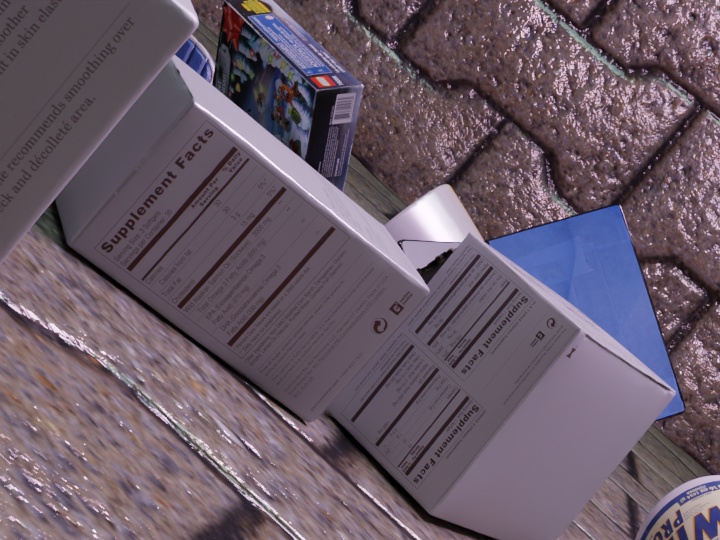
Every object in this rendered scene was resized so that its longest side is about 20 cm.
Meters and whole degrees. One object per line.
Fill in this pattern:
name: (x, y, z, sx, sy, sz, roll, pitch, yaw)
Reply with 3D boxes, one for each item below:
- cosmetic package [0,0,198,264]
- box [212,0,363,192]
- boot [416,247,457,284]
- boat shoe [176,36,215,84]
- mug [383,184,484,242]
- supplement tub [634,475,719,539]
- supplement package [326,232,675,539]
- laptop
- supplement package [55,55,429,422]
cosmetic package: (-0.206, -0.132, 0.879, 0.200, 0.167, 0.166, 40, 7, -17)
box: (-0.063, -0.070, 1.273, 0.040, 0.201, 0.137, -9, 36, -30)
boot: (0.025, 0.014, 1.414, 0.200, 0.138, 0.077, 43, 6, 25)
boat shoe: (-0.196, -0.173, 1.492, 0.199, 0.072, 0.072, 24, -17, 21)
mug: (0.080, 0.020, 1.616, 0.153, 0.186, 0.149, 50, -29, 7)
supplement tub: (0.296, 0.253, 1.378, 0.145, 0.145, 0.200, 39, 6, -16)
supplement package: (0.101, 0.091, 1.263, 0.111, 0.156, 0.200, 42, 6, 32)
laptop: (0.149, 0.048, 1.493, 0.200, 0.116, 0.188, 1, 69, -57)
supplement package: (-0.076, -0.022, 1.139, 0.200, 0.117, 0.117, 39, 8, -25)
